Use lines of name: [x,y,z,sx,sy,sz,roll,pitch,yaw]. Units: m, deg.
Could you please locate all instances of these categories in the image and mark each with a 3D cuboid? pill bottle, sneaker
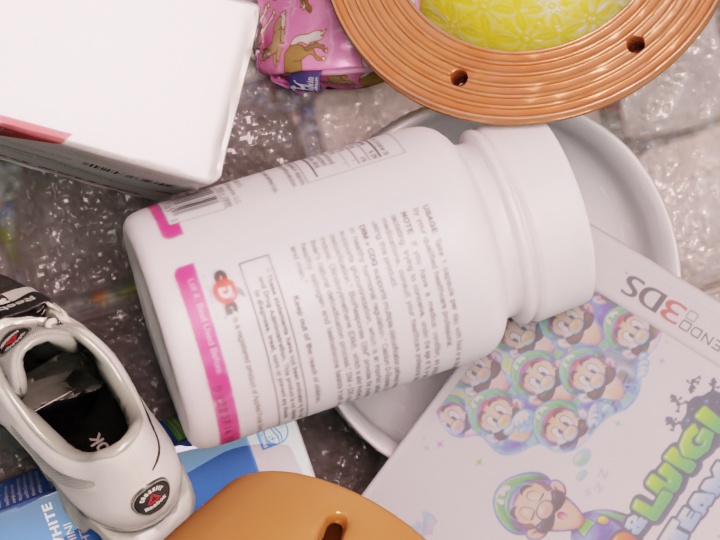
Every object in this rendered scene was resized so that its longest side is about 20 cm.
pill bottle: [0.000,0.000,0.915,0.199,0.113,0.114,-17,97,-9]
sneaker: [-0.154,0.041,0.925,0.200,0.089,0.074,36,65,28]

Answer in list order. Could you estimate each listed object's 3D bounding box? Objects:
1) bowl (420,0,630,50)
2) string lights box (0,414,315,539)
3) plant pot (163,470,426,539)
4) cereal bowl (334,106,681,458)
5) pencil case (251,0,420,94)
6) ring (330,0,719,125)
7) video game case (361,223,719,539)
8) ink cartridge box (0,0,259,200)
bowl: [0.117,-0.191,1.017,0.199,0.108,0.202,-1,94,-12]
string lights box: [-0.126,0.120,0.985,0.199,0.103,0.059,-21,96,-9]
plant pot: [-0.036,0.185,0.866,0.200,0.200,0.140,42,55,-11]
cereal bowl: [0.061,0.008,1.028,0.198,0.083,0.202,-1,93,-11]
pencil case: [-0.022,-0.191,1.001,0.086,0.083,0.202,-11,96,-32]
ring: [0.079,-0.160,0.934,0.199,0.019,0.202,-4,70,11]
video game case: [0.106,0.093,0.924,0.200,0.182,0.024,-53,141,-4]
ink cartridge box: [-0.138,-0.092,0.923,0.146,0.200,0.083,15,87,-12]
